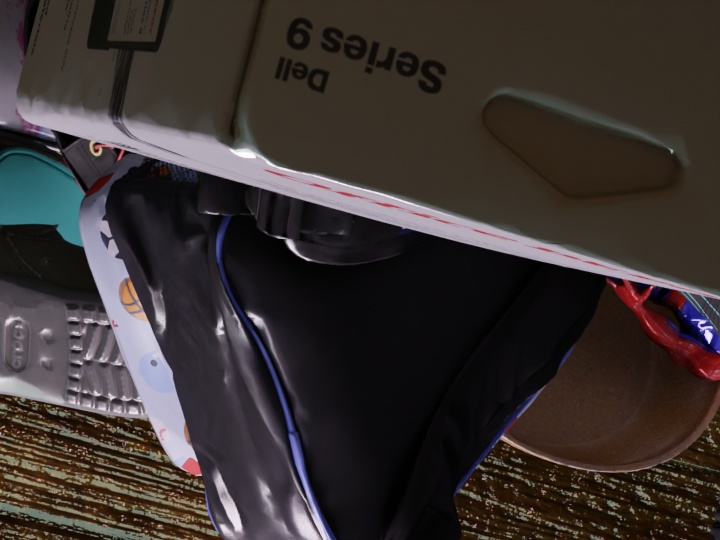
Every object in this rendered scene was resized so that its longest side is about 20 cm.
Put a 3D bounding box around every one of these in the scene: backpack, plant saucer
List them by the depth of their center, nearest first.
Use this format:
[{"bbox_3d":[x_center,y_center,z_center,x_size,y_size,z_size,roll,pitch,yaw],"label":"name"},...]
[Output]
[{"bbox_3d":[0.000,0.000,0.945,0.190,0.200,0.154,-35,-146,-32],"label":"backpack"},{"bbox_3d":[0.084,0.011,1.158,0.200,0.200,0.035,15,145,-25],"label":"plant saucer"}]

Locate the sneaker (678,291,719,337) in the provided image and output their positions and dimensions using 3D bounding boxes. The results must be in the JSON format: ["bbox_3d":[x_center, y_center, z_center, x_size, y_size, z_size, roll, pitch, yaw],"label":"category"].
[{"bbox_3d":[0.141,-0.019,1.017,0.079,0.075,0.200,30,-178,-42],"label":"sneaker"}]

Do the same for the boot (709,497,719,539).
[{"bbox_3d":[0.240,0.072,0.964,0.168,0.200,0.076,-6,-140,-25],"label":"boot"}]

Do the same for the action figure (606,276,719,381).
[{"bbox_3d":[0.132,-0.006,1.142,0.200,0.065,0.052,36,149,-12],"label":"action figure"}]

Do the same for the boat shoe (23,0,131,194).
[{"bbox_3d":[-0.096,-0.052,1.058,0.063,0.074,0.202,39,-160,-51],"label":"boat shoe"}]

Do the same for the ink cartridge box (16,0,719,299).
[{"bbox_3d":[0.018,-0.051,0.553,0.146,0.084,0.200,15,-179,-20],"label":"ink cartridge box"}]

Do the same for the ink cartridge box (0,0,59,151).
[{"bbox_3d":[-0.183,-0.112,1.205,0.200,0.086,0.148,17,179,-21],"label":"ink cartridge box"}]

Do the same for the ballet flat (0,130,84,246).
[{"bbox_3d":[-0.192,-0.043,1.154,0.200,0.068,0.068,27,-179,-31],"label":"ballet flat"}]

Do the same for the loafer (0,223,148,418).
[{"bbox_3d":[-0.166,0.015,1.101,0.200,0.075,0.070,17,-155,4],"label":"loafer"}]
